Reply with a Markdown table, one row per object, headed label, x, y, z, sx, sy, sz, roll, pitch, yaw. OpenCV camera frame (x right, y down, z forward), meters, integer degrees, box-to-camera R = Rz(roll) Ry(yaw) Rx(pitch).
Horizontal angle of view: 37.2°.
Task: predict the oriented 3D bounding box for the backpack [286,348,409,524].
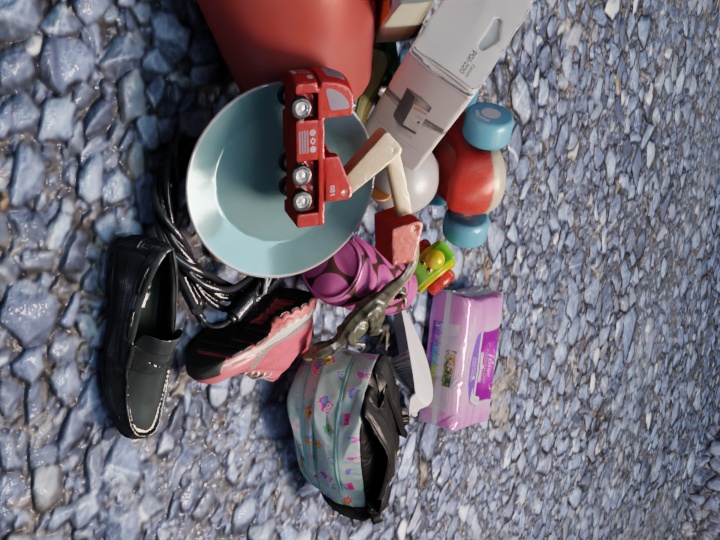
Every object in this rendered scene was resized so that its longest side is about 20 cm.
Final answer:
| label | x | y | z | sx | sy | sz | roll | pitch | yaw |
| --- | --- | --- | --- | --- | --- | --- | --- | --- | --- |
| backpack | -0.014 | 0.187 | 1.299 | 0.202 | 0.124 | 0.169 | 80 | 17 | -46 |

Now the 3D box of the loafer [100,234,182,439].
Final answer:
| label | x | y | z | sx | sy | sz | roll | pitch | yaw |
| --- | --- | --- | --- | --- | --- | --- | --- | --- | --- |
| loafer | -0.208 | 0.068 | 1.033 | 0.068 | 0.069 | 0.205 | -12 | 109 | -54 |

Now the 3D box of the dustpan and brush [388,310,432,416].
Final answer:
| label | x | y | z | sx | sy | sz | roll | pitch | yaw |
| --- | --- | --- | --- | --- | --- | --- | --- | --- | --- |
| dustpan and brush | 0.069 | 0.153 | 1.471 | 0.201 | 0.056 | 0.142 | 56 | 21 | -54 |

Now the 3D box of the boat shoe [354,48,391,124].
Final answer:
| label | x | y | z | sx | sy | sz | roll | pitch | yaw |
| --- | --- | --- | --- | --- | --- | --- | --- | --- | --- |
| boat shoe | -0.027 | -0.163 | 1.158 | 0.073 | 0.062 | 0.203 | 126 | -12 | -69 |

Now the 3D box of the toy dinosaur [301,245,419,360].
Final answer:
| label | x | y | z | sx | sy | sz | roll | pitch | yaw |
| --- | --- | --- | --- | --- | --- | --- | --- | --- | --- |
| toy dinosaur | 0.020 | 0.045 | 1.230 | 0.200 | 0.047 | 0.088 | -49 | 152 | 7 |

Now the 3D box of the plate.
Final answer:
| label | x | y | z | sx | sy | sz | roll | pitch | yaw |
| --- | --- | --- | --- | --- | --- | --- | --- | --- | --- |
| plate | -0.080 | -0.090 | 1.064 | 0.197 | 0.026 | 0.204 | -9 | 115 | -20 |

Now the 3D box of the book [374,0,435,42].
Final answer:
| label | x | y | z | sx | sy | sz | roll | pitch | yaw |
| --- | --- | --- | --- | --- | --- | --- | --- | --- | --- |
| book | 0.036 | -0.305 | 1.030 | 0.200 | 0.047 | 0.136 | -140 | -135 | -85 |

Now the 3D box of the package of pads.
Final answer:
| label | x | y | z | sx | sy | sz | roll | pitch | yaw |
| --- | --- | --- | --- | --- | --- | --- | --- | --- | --- |
| package of pads | 0.149 | 0.126 | 1.579 | 0.120 | 0.075 | 0.204 | -4 | 102 | -54 |

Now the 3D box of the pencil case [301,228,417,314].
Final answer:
| label | x | y | z | sx | sy | sz | roll | pitch | yaw |
| --- | --- | --- | --- | --- | --- | --- | --- | --- | --- |
| pencil case | 0.000 | 0.000 | 1.297 | 0.091 | 0.094 | 0.200 | -46 | 158 | 9 |

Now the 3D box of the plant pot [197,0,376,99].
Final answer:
| label | x | y | z | sx | sy | sz | roll | pitch | yaw |
| --- | --- | --- | --- | --- | --- | --- | --- | --- | --- |
| plant pot | -0.068 | -0.262 | 1.061 | 0.201 | 0.198 | 0.179 | -54 | 149 | -33 |

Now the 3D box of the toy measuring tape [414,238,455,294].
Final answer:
| label | x | y | z | sx | sy | sz | roll | pitch | yaw |
| --- | --- | --- | --- | --- | --- | --- | --- | --- | --- |
| toy measuring tape | 0.090 | 0.000 | 1.440 | 0.200 | 0.072 | 0.075 | 77 | 28 | -84 |

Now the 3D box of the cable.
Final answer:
| label | x | y | z | sx | sy | sz | roll | pitch | yaw |
| --- | --- | --- | --- | --- | --- | --- | --- | --- | --- |
| cable | -0.135 | -0.052 | 1.095 | 0.162 | 0.050 | 0.202 | -36 | 119 | -25 |

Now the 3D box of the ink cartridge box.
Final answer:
| label | x | y | z | sx | sy | sz | roll | pitch | yaw |
| --- | --- | --- | --- | --- | --- | --- | --- | --- | --- |
| ink cartridge box | 0.089 | -0.217 | 1.150 | 0.147 | 0.084 | 0.200 | -57 | -176 | -22 |

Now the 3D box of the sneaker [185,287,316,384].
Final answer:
| label | x | y | z | sx | sy | sz | roll | pitch | yaw |
| --- | --- | --- | --- | --- | --- | --- | --- | --- | --- |
| sneaker | -0.111 | 0.093 | 1.183 | 0.199 | 0.073 | 0.088 | -31 | 125 | -49 |

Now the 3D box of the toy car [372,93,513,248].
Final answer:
| label | x | y | z | sx | sy | sz | roll | pitch | yaw |
| --- | --- | --- | --- | --- | --- | --- | --- | --- | --- |
| toy car | 0.067 | -0.135 | 1.348 | 0.197 | 0.178 | 0.187 | -10 | 133 | -22 |

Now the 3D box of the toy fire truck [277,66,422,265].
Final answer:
| label | x | y | z | sx | sy | sz | roll | pitch | yaw |
| --- | --- | --- | --- | --- | --- | --- | --- | --- | --- |
| toy fire truck | -0.008 | -0.100 | 1.047 | 0.139 | 0.049 | 0.204 | -9 | 116 | -20 |

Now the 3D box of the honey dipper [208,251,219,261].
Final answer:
| label | x | y | z | sx | sy | sz | roll | pitch | yaw |
| --- | --- | --- | --- | --- | --- | --- | --- | --- | --- |
| honey dipper | -0.097 | -0.052 | 1.201 | 0.199 | 0.038 | 0.039 | -27 | 121 | -47 |

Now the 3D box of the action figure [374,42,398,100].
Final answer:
| label | x | y | z | sx | sy | sz | roll | pitch | yaw |
| --- | --- | --- | --- | --- | --- | --- | --- | --- | --- |
| action figure | 0.022 | -0.252 | 1.284 | 0.201 | 0.054 | 0.120 | 68 | 3 | -58 |
